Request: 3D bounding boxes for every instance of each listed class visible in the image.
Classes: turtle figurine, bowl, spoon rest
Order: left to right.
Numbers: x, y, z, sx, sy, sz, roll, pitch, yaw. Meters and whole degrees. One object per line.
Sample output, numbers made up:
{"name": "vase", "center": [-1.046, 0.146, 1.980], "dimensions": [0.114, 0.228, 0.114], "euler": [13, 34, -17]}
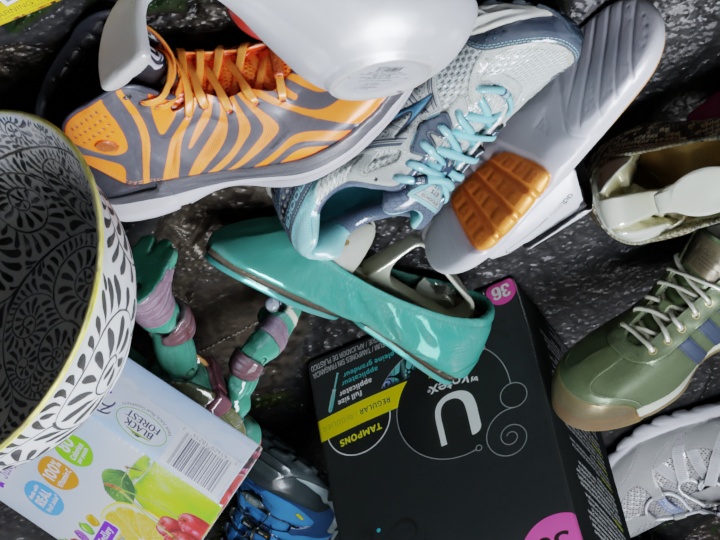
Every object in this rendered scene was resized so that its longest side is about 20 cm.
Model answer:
{"name": "bowl", "center": [-0.180, 0.026, 1.340], "dimensions": [0.200, 0.201, 0.094], "euler": [-31, 145, 25]}
{"name": "turtle figurine", "center": [-0.102, 0.059, 1.515], "dimensions": [0.149, 0.101, 0.200], "euler": [-24, 137, 16]}
{"name": "spoon rest", "center": [-0.033, -0.118, 1.223], "dimensions": [0.200, 0.061, 0.099], "euler": [-2, 162, -36]}

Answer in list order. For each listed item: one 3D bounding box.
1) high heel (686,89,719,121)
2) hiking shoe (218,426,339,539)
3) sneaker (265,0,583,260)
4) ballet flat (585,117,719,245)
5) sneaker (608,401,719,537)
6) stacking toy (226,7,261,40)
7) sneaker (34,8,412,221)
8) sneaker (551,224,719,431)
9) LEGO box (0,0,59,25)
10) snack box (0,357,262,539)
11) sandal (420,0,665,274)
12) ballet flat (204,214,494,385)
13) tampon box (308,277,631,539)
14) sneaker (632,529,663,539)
{"name": "high heel", "center": [0.266, -0.059, 1.498], "dimensions": [0.096, 0.068, 0.200], "euler": [-15, 141, 24]}
{"name": "hiking shoe", "center": [-0.054, 0.169, 1.641], "dimensions": [0.087, 0.074, 0.200], "euler": [-49, 160, -15]}
{"name": "sneaker", "center": [0.039, -0.068, 1.385], "dimensions": [0.200, 0.086, 0.078], "euler": [-30, 142, 24]}
{"name": "ballet flat", "center": [0.177, -0.048, 1.417], "dimensions": [0.200, 0.068, 0.075], "euler": [-14, -165, 48]}
{"name": "sneaker", "center": [0.238, 0.134, 1.724], "dimensions": [0.200, 0.082, 0.075], "euler": [-34, 139, 27]}
{"name": "stacking toy", "center": [0.025, -0.163, 1.268], "dimensions": [0.199, 0.086, 0.085], "euler": [-15, 145, 14]}
{"name": "sneaker", "center": [-0.076, -0.093, 1.325], "dimensions": [0.200, 0.078, 0.112], "euler": [-22, 144, 14]}
{"name": "sneaker", "center": [0.195, 0.014, 1.528], "dimensions": [0.200, 0.067, 0.090], "euler": [-27, 140, -26]}
{"name": "LEGO box", "center": [-0.146, -0.200, 1.157], "dimensions": [0.200, 0.077, 0.149], "euler": [-21, 144, 12]}
{"name": "snack box", "center": [-0.168, 0.092, 1.469], "dimensions": [0.200, 0.053, 0.142], "euler": [34, 143, 0]}
{"name": "sandal", "center": [0.112, -0.063, 1.421], "dimensions": [0.059, 0.079, 0.207], "euler": [20, 132, -33]}
{"name": "ballet flat", "center": [0.000, 0.000, 1.493], "dimensions": [0.200, 0.067, 0.070], "euler": [27, 102, -34]}
{"name": "tampon box", "center": [0.071, 0.138, 1.579], "dimensions": [0.150, 0.200, 0.126], "euler": [-24, 143, 15]}
{"name": "sneaker", "center": [0.217, 0.224, 1.862], "dimensions": [0.070, 0.078, 0.200], "euler": [-31, 162, 20]}
